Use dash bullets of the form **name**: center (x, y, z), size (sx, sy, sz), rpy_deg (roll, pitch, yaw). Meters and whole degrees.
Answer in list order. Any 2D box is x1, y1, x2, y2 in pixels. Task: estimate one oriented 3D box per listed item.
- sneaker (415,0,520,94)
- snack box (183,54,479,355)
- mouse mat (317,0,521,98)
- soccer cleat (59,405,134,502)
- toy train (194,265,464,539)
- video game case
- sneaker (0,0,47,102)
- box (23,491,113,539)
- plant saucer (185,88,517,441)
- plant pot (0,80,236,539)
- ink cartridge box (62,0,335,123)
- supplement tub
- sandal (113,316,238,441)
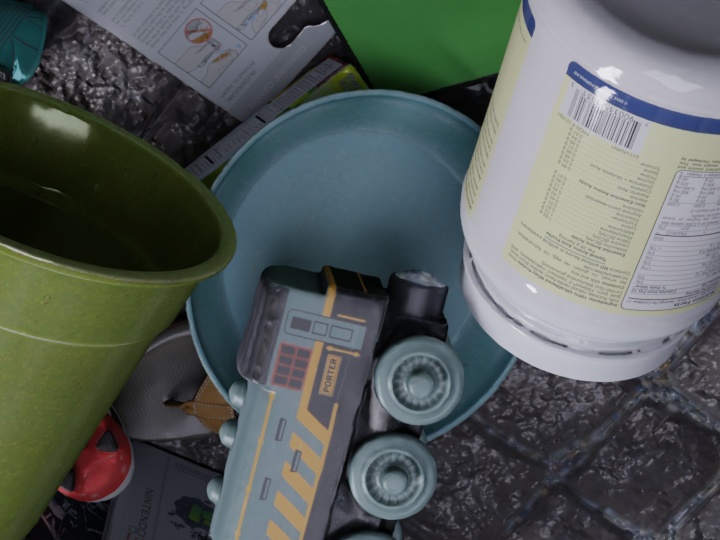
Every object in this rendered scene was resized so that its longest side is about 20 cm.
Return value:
- **sneaker**: center (0.109, -0.140, 1.041), size (0.198, 0.081, 0.076), rpy_deg (9, 130, 18)
- **snack box**: center (-0.010, 0.002, 1.094), size (0.142, 0.053, 0.200), rpy_deg (-38, 109, -3)
- **mouse mat**: center (0.031, -0.179, 0.985), size (0.160, 0.008, 0.201), rpy_deg (-12, 122, 32)
- **soccer cleat**: center (-0.198, 0.050, 1.128), size (0.068, 0.085, 0.200), rpy_deg (-38, 83, -3)
- **toy train**: center (-0.017, 0.090, 1.009), size (0.113, 0.085, 0.202), rpy_deg (14, 101, -6)
- **video game case**: center (-0.057, 0.190, 1.136), size (0.199, 0.182, 0.024), rpy_deg (23, 116, -10)
- **sneaker**: center (-0.224, -0.139, 1.016), size (0.120, 0.084, 0.201), rpy_deg (4, 143, -5)
- **box**: center (-0.166, 0.222, 1.143), size (0.104, 0.200, 0.182), rpy_deg (-35, 111, 17)
- **plant saucer**: center (0.000, 0.000, 1.049), size (0.198, 0.036, 0.202), rpy_deg (-3, 103, -15)
- **plant pot**: center (-0.188, 0.030, 0.966), size (0.199, 0.200, 0.191), rpy_deg (22, 112, -10)
- **ink cartridge box**: center (-0.089, -0.193, 1.040), size (0.199, 0.057, 0.163), rpy_deg (31, 113, -34)
- **supplement tub**: center (0.129, -0.059, 0.943), size (0.144, 0.146, 0.201), rpy_deg (11, 132, -5)
- **sandal**: center (-0.055, 0.073, 1.151), size (0.198, 0.055, 0.082), rpy_deg (2, 116, -1)
